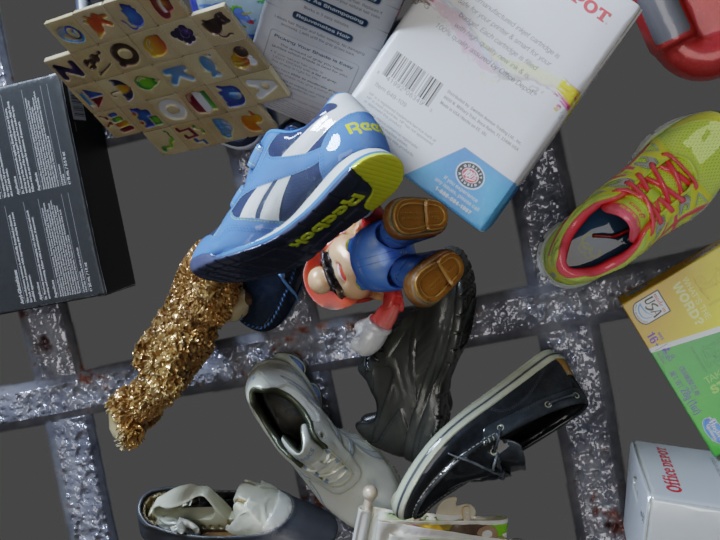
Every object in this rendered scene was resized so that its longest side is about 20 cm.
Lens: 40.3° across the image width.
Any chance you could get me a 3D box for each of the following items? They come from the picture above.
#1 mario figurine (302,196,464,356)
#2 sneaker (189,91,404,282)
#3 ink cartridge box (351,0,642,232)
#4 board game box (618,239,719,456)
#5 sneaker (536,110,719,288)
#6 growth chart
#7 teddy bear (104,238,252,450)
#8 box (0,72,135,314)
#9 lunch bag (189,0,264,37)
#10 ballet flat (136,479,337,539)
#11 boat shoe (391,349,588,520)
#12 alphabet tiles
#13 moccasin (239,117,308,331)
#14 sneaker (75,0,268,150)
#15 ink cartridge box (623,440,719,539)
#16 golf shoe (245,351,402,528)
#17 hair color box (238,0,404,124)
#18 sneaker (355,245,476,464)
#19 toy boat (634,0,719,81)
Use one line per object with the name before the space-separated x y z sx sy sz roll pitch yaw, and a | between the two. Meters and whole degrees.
mario figurine | 0.000 0.000 0.810 0.105 0.200 0.125 19 77 -19
sneaker | -0.056 -0.057 0.750 0.199 0.074 0.083 -33 66 27
ink cartridge box | 0.104 -0.159 0.792 0.146 0.146 0.201 36 102 5
board game box | 0.342 0.038 0.821 0.199 0.040 0.154 -33 89 13
sneaker | 0.232 -0.052 0.807 0.200 0.090 0.078 -44 85 11
growth chart | 0.078 0.273 0.881 0.198 0.018 0.146 18 97 -10
teddy bear | -0.156 0.070 0.862 0.066 0.145 0.201 31 86 4
box | -0.306 -0.068 0.916 0.140 0.079 0.202 -10 95 9
lunch bag | -0.060 -0.288 0.823 0.168 0.128 0.202 12 124 10
ballet flat | -0.121 0.227 0.905 0.198 0.073 0.074 -3 96 19
boat shoe | 0.111 0.149 0.833 0.199 0.075 0.062 -36 63 -12
alphabet tiles | -0.164 -0.163 0.824 0.198 0.167 0.006 -7 51 31
moccasin | -0.083 -0.042 0.880 0.080 0.068 0.202 11 99 10
sneaker | -0.168 -0.183 0.861 0.070 0.108 0.200 -44 87 13
ink cartridge box | 0.318 0.209 0.790 0.198 0.145 0.086 8 99 10
golf shoe | -0.038 0.168 0.881 0.078 0.097 0.200 -43 89 10
hair color box | -0.025 -0.202 0.774 0.099 0.200 0.061 22 56 -6
sneaker | 0.047 0.073 0.868 0.090 0.076 0.202 16 97 15
toy boat | 0.310 -0.236 0.751 0.199 0.131 0.132 -25 91 13
